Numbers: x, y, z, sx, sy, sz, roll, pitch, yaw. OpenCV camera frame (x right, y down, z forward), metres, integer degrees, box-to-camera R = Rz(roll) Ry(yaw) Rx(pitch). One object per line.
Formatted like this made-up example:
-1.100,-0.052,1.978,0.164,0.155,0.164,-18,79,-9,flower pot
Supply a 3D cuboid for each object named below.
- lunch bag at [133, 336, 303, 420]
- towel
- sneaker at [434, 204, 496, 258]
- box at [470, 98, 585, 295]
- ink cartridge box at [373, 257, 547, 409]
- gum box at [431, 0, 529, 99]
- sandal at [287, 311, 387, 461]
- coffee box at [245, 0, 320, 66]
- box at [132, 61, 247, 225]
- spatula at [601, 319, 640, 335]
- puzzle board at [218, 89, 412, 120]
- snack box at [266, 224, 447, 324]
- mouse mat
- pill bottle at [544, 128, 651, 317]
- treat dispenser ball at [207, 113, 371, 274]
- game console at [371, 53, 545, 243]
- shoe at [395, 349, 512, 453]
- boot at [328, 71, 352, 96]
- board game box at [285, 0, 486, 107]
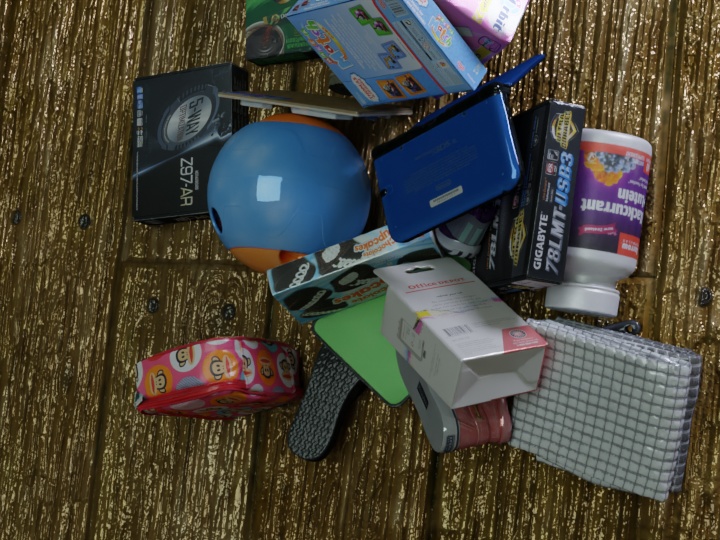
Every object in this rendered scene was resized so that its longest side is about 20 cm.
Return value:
-0.184,0.137,1.700,0.175,0.200,0.082,-15,75,26,lunch bag
0.271,0.148,1.529,0.199,0.085,0.166,16,109,31,towel
0.118,-0.113,1.627,0.088,0.074,0.201,-56,39,41,sneaker
0.184,-0.077,1.562,0.049,0.198,0.201,10,84,-15,box
0.102,0.064,1.540,0.200,0.116,0.068,47,136,47,ink cartridge box
0.089,-0.276,1.569,0.113,0.200,0.066,32,67,-13,gum box
-0.027,0.141,1.702,0.075,0.048,0.201,28,87,24,sandal
-0.092,-0.376,1.812,0.122,0.044,0.201,-3,82,26,coffee box
-0.229,-0.168,1.850,0.160,0.043,0.201,-4,81,26,box
0.230,0.090,1.604,0.199,0.021,0.057,-18,86,21,spatula
-0.055,-0.205,1.714,0.199,0.151,0.017,11,103,27,puzzle board
0.000,0.000,1.642,0.199,0.116,0.037,-20,67,8,snack box
0.056,0.049,1.676,0.200,0.008,0.161,-46,66,-3,mouse mat
0.262,-0.052,1.559,0.111,0.111,0.201,7,86,26,pill bottle
-0.087,-0.091,1.683,0.200,0.201,0.202,-4,81,25,treat dispenser ball
0.122,-0.137,1.553,0.200,0.118,0.172,-25,70,42,game console
0.107,0.124,1.599,0.072,0.091,0.201,106,154,-43,shoe
0.038,-0.326,1.738,0.181,0.073,0.201,3,78,24,boot
0.026,-0.255,1.545,0.200,0.151,0.037,-1,49,52,board game box
